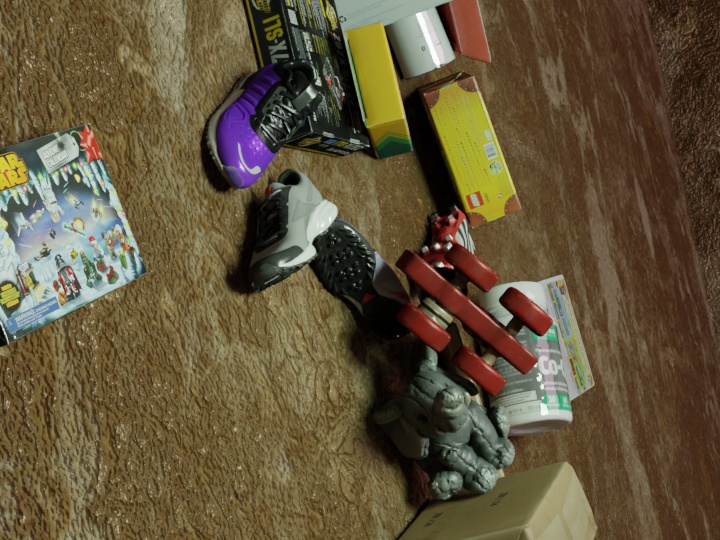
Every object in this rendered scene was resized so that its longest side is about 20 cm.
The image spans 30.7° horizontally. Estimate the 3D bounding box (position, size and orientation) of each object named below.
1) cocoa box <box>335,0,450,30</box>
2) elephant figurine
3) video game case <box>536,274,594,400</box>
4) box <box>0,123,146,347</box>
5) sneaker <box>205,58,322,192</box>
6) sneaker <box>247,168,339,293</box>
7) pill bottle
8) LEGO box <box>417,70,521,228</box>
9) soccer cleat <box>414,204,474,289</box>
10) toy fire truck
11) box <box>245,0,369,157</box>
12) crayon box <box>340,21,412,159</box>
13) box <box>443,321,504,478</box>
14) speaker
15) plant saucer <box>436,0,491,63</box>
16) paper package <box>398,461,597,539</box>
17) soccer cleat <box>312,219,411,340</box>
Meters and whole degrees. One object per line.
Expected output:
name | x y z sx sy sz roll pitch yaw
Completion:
cocoa box | 0.041 -0.412 1.686 0.134 0.199 0.132 54 30 -34
elephant figurine | 0.087 0.157 1.493 0.200 0.154 0.142 52 35 -40
video game case | 0.331 0.112 2.187 0.182 0.023 0.201 -11 84 -65
box | -0.254 -0.031 1.026 0.138 0.040 0.200 69 25 -8
sneaker | -0.092 -0.165 1.373 0.070 0.099 0.201 56 30 -29
sneaker | -0.084 -0.042 1.366 0.080 0.074 0.200 55 23 -16
pill bottle | 0.228 0.125 1.854 0.113 0.113 0.201 24 54 -59
LEGO box | 0.153 -0.176 1.870 0.149 0.077 0.201 -92 161 -79
soccer cleat | 0.119 -0.012 1.768 0.085 0.068 0.200 58 24 -21
toy fire truck | 0.118 0.047 1.522 0.200 0.112 0.168 39 0 -11
box | -0.063 -0.241 1.547 0.160 0.049 0.201 1 74 -67
crayon box | 0.023 -0.224 1.630 0.200 0.051 0.126 51 26 -80
box | 0.136 0.161 1.672 0.163 0.021 0.201 -170 -118 -88
speaker | 0.063 -0.378 1.855 0.201 0.081 0.081 67 25 -13
plant saucer | 0.108 -0.406 1.887 0.200 0.037 0.201 46 -22 56
paper package | 0.148 0.313 1.476 0.104 0.190 0.200 69 24 -6
soccer cleat | 0.000 0.000 1.524 0.200 0.068 0.073 51 16 -40
